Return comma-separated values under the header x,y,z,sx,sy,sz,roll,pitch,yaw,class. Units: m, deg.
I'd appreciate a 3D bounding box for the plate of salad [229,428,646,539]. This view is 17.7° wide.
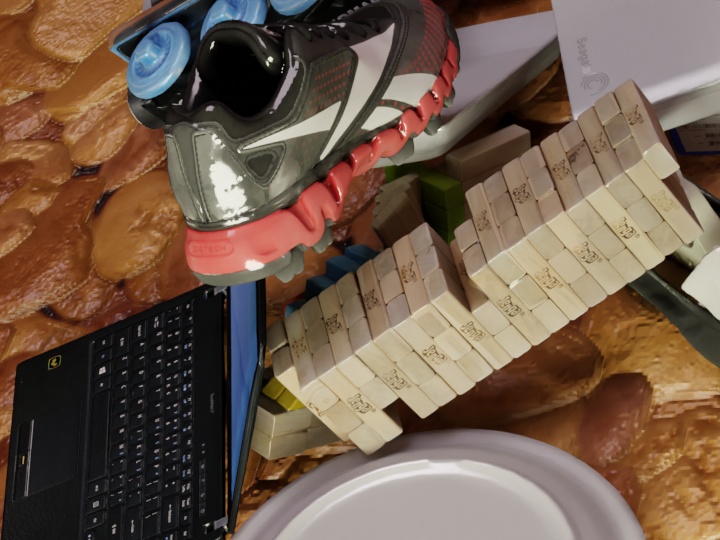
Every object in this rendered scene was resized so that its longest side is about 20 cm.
x,y,z,sx,sy,sz,roll,pitch,yaw,class
0.026,0.147,0.973,0.199,0.048,0.201,-10,41,8,plate of salad

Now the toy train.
x,y,z,sx,sy,sz,roll,pitch,yaw,class
-0.049,-0.148,1.254,0.199,0.087,0.115,-26,47,33,toy train

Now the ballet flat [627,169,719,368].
x,y,z,sx,sy,sz,roll,pitch,yaw,class
0.159,-0.001,1.025,0.068,0.069,0.200,-40,42,-15,ballet flat

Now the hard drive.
x,y,z,sx,sy,sz,roll,pitch,yaw,class
0.192,-0.135,1.108,0.199,0.026,0.132,-18,42,13,hard drive

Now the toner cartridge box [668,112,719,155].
x,y,z,sx,sy,sz,roll,pitch,yaw,class
0.220,-0.145,1.153,0.095,0.043,0.201,0,49,29,toner cartridge box

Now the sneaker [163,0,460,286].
x,y,z,sx,sy,sz,roll,pitch,yaw,class
-0.021,-0.081,1.022,0.071,0.098,0.200,-2,32,38,sneaker

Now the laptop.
x,y,z,sx,sy,sz,roll,pitch,yaw,class
-0.109,0.044,1.098,0.199,0.103,0.178,-22,39,16,laptop

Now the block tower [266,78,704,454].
x,y,z,sx,sy,sz,roll,pitch,yaw,class
0.056,0.003,1.014,0.200,0.058,0.054,-35,36,14,block tower

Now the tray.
x,y,z,sx,sy,sz,roll,pitch,yaw,class
0.039,-0.089,1.163,0.107,0.022,0.200,-7,19,30,tray

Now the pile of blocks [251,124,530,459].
x,y,z,sx,sy,sz,roll,pitch,yaw,class
0.000,0.000,1.107,0.200,0.082,0.062,-46,44,-17,pile of blocks
